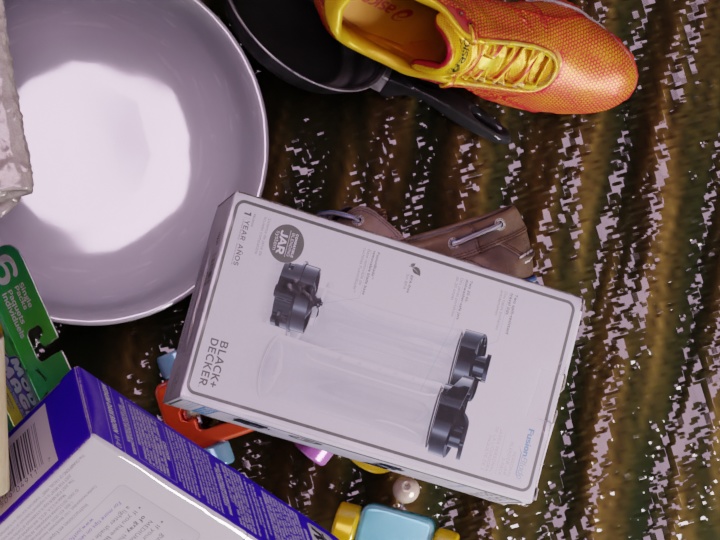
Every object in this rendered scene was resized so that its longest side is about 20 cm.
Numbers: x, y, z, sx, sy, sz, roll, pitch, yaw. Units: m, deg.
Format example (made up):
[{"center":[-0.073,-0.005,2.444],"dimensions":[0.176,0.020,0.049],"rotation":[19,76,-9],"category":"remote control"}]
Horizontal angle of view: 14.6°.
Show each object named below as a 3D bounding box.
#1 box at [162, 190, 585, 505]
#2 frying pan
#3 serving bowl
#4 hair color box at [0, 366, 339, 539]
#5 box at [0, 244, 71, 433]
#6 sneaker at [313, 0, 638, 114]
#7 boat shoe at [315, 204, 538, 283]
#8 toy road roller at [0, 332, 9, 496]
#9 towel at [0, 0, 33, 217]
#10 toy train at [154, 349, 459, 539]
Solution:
[{"center":[0.007,0.044,1.489],"dimensions":[0.199,0.060,0.117],"rotation":[16,80,-10],"category":"box"},{"center":[-0.004,-0.134,1.606],"dimensions":[0.189,0.031,0.115],"rotation":[17,45,-34],"category":"frying pan"},{"center":[-0.153,-0.069,1.561],"dimensions":[0.199,0.066,0.201],"rotation":[0,88,-12],"category":"serving bowl"},{"center":[-0.107,0.147,1.447],"dimensions":[0.109,0.065,0.200],"rotation":[-43,123,15],"category":"hair color box"},{"center":[-0.242,0.076,1.482],"dimensions":[0.199,0.048,0.118],"rotation":[-28,84,19],"category":"box"},{"center":[0.064,-0.122,1.573],"dimensions":[0.199,0.077,0.073],"rotation":[14,120,-17],"category":"sneaker"},{"center":[0.000,0.000,1.560],"dimensions":[0.199,0.072,0.073],"rotation":[-6,93,-18],"category":"boat shoe"},{"center":[-0.266,0.065,1.400],"dimensions":[0.199,0.146,0.124],"rotation":[0,98,5],"category":"toy road roller"},{"center":[-0.250,-0.120,1.487],"dimensions":[0.132,0.034,0.201],"rotation":[-8,81,-10],"category":"towel"},{"center":[-0.029,0.122,1.553],"dimensions":[0.150,0.056,0.201],"rotation":[-24,87,7],"category":"toy train"}]
